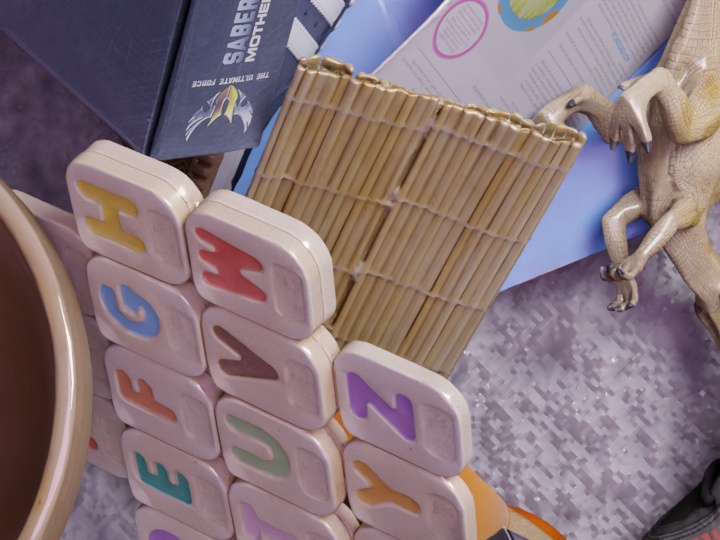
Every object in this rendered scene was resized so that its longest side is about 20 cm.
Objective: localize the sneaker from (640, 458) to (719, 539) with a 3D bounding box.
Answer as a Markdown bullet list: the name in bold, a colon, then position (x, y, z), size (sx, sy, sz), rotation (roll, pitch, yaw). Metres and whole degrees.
- **sneaker**: position (0.166, 0.060, 0.889), size (0.200, 0.071, 0.098), rotation (-34, 98, 21)

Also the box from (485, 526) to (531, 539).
- **box**: position (0.064, 0.153, 0.834), size (0.110, 0.200, 0.035), rotation (-37, 54, 17)

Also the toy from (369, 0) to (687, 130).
- **toy**: position (0.067, -0.103, 0.861), size (0.200, 0.115, 0.047), rotation (-43, 55, 0)

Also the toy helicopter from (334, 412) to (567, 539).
- **toy helicopter**: position (-0.010, 0.078, 0.870), size (0.199, 0.132, 0.079), rotation (28, 62, 9)

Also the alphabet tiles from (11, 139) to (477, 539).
- **alphabet tiles**: position (-0.045, 0.050, 0.819), size (0.195, 0.201, 0.015), rotation (24, 49, 29)

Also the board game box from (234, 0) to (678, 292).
- **board game box**: position (0.020, -0.066, 0.915), size (0.199, 0.039, 0.159), rotation (-22, 94, -3)

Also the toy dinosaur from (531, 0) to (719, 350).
- **toy dinosaur**: position (0.112, -0.057, 0.876), size (0.101, 0.058, 0.201), rotation (-19, 119, -41)

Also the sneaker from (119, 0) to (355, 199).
- **sneaker**: position (-0.016, -0.110, 0.854), size (0.108, 0.070, 0.201), rotation (-9, 123, -40)

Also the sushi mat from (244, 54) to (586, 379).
- **sushi mat**: position (0.000, 0.000, 0.846), size (0.095, 0.200, 0.012), rotation (17, 52, -7)

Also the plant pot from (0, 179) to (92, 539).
- **plant pot**: position (-0.180, 0.049, 0.830), size (0.200, 0.093, 0.202), rotation (-2, 79, 8)

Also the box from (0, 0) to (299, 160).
- **box**: position (-0.088, -0.153, 0.807), size (0.051, 0.200, 0.158), rotation (-10, 129, -39)
